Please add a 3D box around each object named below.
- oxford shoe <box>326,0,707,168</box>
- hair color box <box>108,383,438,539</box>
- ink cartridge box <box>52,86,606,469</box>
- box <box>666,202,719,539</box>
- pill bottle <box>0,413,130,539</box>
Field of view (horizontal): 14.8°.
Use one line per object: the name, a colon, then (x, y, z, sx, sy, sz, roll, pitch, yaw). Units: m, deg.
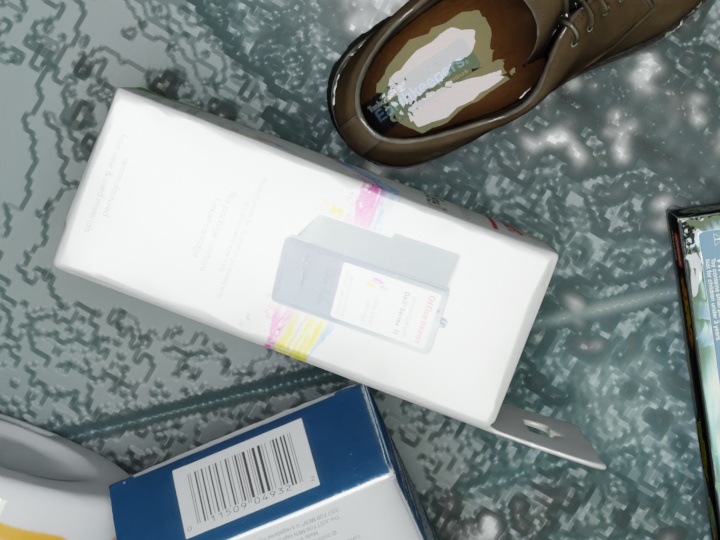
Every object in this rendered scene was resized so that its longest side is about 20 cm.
oxford shoe: (0.077, -0.101, 0.978, 0.200, 0.084, 0.073, -40, 94, 3)
hair color box: (-0.005, 0.146, 0.982, 0.100, 0.061, 0.200, -22, 122, 3)
ink cartridge box: (0.000, 0.000, 0.973, 0.200, 0.117, 0.067, 21, 93, -3)
box: (0.195, 0.066, 1.021, 0.137, 0.040, 0.200, -9, 97, 0)
pill bottle: (-0.160, 0.155, 0.995, 0.112, 0.112, 0.200, 20, 97, -3)
